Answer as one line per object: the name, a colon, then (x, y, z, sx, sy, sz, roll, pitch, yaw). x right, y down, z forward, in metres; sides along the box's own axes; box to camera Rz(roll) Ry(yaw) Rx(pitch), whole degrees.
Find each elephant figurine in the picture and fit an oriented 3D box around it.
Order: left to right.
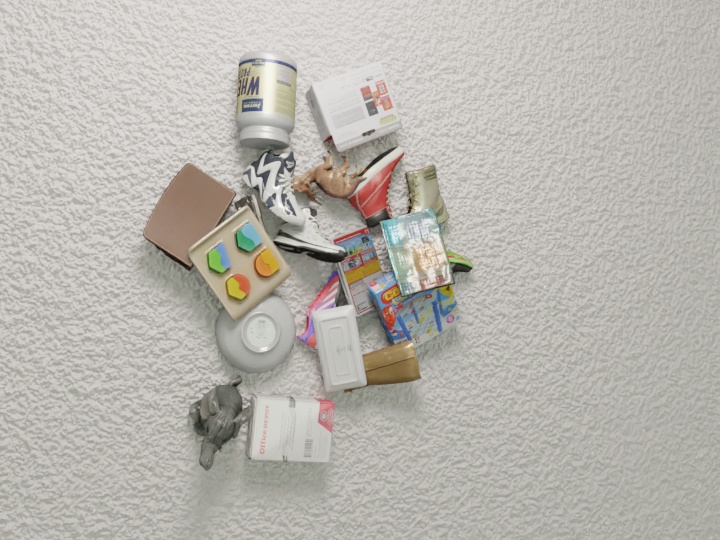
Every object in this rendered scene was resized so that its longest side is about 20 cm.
elephant figurine: (-0.311, 0.338, 1.573, 0.138, 0.199, 0.159, -11, 91, -17)

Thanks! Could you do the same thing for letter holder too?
letter holder: (-0.401, -0.126, 1.618, 0.140, 0.100, 0.203, 32, 78, -12)

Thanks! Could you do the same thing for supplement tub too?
supplement tub: (-0.224, -0.402, 1.662, 0.141, 0.145, 0.206, 3, 86, -18)

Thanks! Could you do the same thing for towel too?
towel: (0.139, -0.047, 1.704, 0.143, 0.022, 0.205, -14, 72, -5)

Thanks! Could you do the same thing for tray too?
tray: (-0.051, 0.192, 1.687, 0.104, 0.022, 0.205, -10, 98, 0)

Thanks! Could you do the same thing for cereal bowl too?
cereal bowl: (-0.245, 0.147, 1.665, 0.195, 0.083, 0.206, 1, 88, -17)

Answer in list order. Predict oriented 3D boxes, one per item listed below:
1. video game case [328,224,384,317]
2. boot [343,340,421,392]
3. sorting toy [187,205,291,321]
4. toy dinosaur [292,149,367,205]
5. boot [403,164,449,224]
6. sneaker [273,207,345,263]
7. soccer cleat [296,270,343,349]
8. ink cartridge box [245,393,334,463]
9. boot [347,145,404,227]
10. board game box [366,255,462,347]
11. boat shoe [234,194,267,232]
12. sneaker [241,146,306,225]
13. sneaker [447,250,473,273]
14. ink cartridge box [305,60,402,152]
video game case: (0.000, 0.000, 1.754, 0.141, 0.017, 0.205, -22, 96, -45)
boot: (0.038, 0.205, 1.732, 0.195, 0.066, 0.179, -13, 104, 6)
sorting toy: (-0.272, -0.017, 1.601, 0.184, 0.036, 0.202, -40, 109, -24)
toy dinosaur: (-0.073, -0.214, 1.712, 0.196, 0.086, 0.139, 19, 84, 20)
boot: (0.133, -0.174, 1.788, 0.197, 0.071, 0.158, -26, 109, -28)
sneaker: (-0.111, -0.094, 1.682, 0.196, 0.076, 0.118, 15, 75, 26)
soccer cleat: (-0.096, 0.090, 1.728, 0.072, 0.068, 0.205, 19, 83, -7)
ink cartridge box: (-0.172, 0.380, 1.678, 0.195, 0.085, 0.150, 8, 85, -19)
boot: (0.065, -0.211, 1.794, 0.200, 0.072, 0.145, -45, 107, -13)
board game box: (0.140, 0.083, 1.763, 0.197, 0.056, 0.199, -29, 118, -10)
boat shoe: (-0.251, -0.080, 1.686, 0.056, 0.067, 0.205, -17, 93, -1)
sneaker: (-0.179, -0.212, 1.657, 0.199, 0.079, 0.130, 46, 108, 20)
sneaker: (0.205, -0.001, 1.834, 0.195, 0.077, 0.086, -5, 115, -20)
ink cartridge box: (-0.015, -0.405, 1.763, 0.196, 0.084, 0.179, -22, 94, -17)
